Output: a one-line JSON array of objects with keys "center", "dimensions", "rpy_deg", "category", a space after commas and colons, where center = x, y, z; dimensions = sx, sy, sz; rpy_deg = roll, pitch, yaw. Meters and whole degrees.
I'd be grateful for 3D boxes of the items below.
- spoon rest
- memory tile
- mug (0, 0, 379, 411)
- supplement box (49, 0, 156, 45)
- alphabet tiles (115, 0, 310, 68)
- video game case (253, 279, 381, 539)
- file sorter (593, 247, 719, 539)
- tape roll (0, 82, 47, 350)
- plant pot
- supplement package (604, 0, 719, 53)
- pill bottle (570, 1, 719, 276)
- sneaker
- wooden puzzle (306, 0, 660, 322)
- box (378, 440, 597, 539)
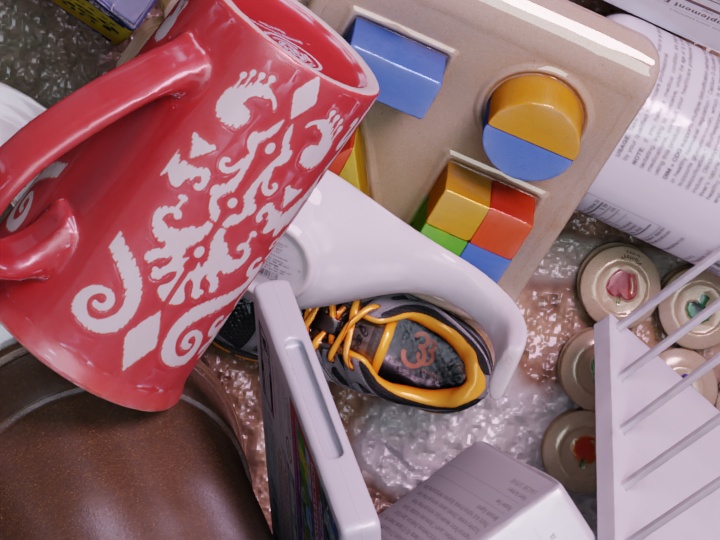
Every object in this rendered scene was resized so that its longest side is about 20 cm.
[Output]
[{"center": [0.000, 0.000, 1.361], "dimensions": [0.199, 0.061, 0.100], "rpy_deg": [27, 128, 4], "category": "spoon rest"}, {"center": [0.213, 0.076, 1.493], "dimensions": [0.199, 0.017, 0.154], "rpy_deg": [13, 92, -10], "category": "memory tile"}, {"center": [-0.095, -0.042, 1.257], "dimensions": [0.133, 0.177, 0.200], "rpy_deg": [40, 106, 5], "category": "mug"}, {"center": [-0.138, -0.196, 1.326], "dimensions": [0.109, 0.200, 0.110], "rpy_deg": [35, 88, -8], "category": "supplement box"}, {"center": [-0.029, -0.107, 1.375], "dimensions": [0.199, 0.015, 0.196], "rpy_deg": [18, 126, -31], "category": "alphabet tiles"}, {"center": [-0.019, 0.136, 1.278], "dimensions": [0.023, 0.183, 0.201], "rpy_deg": [-11, 132, -10], "category": "video game case"}, {"center": [0.217, 0.098, 1.356], "dimensions": [0.139, 0.200, 0.124], "rpy_deg": [40, 120, -22], "category": "file sorter"}, {"center": [-0.235, -0.010, 1.389], "dimensions": [0.201, 0.071, 0.203], "rpy_deg": [0, 93, -9], "category": "tape roll"}, {"center": [-0.125, 0.162, 1.320], "dimensions": [0.199, 0.198, 0.201], "rpy_deg": [-11, 120, -19], "category": "plant pot"}, {"center": [0.194, -0.249, 1.355], "dimensions": [0.150, 0.200, 0.152], "rpy_deg": [23, 61, -10], "category": "supplement package"}, {"center": [0.167, -0.077, 1.427], "dimensions": [0.199, 0.113, 0.114], "rpy_deg": [24, 89, -10], "category": "pill bottle"}, {"center": [-0.011, 0.029, 1.424], "dimensions": [0.199, 0.077, 0.079], "rpy_deg": [17, 93, -8], "category": "sneaker"}, {"center": [0.038, -0.070, 1.350], "dimensions": [0.185, 0.046, 0.200], "rpy_deg": [23, 124, -10], "category": "wooden puzzle"}, {"center": [0.089, 0.220, 1.390], "dimensions": [0.130, 0.200, 0.199], "rpy_deg": [-34, 98, -7], "category": "box"}]
